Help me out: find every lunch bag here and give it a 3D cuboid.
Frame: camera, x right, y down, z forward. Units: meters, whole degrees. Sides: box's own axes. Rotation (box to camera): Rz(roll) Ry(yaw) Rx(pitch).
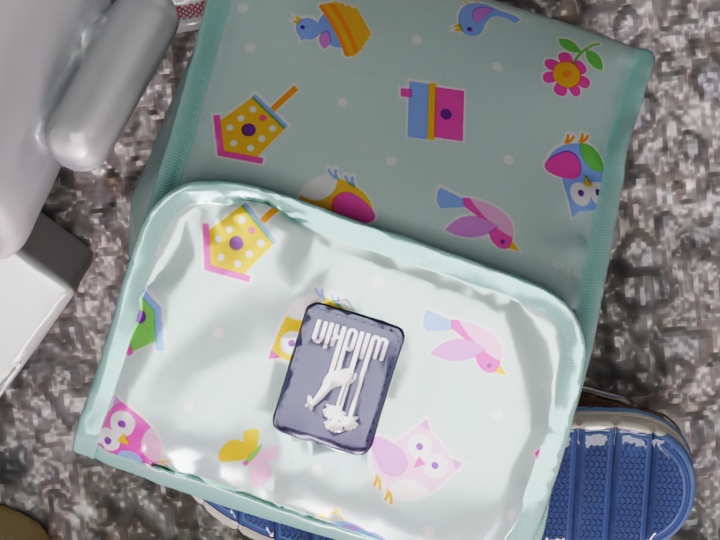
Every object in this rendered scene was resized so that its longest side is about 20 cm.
[{"bbox_3d":[0.000,0.000,0.998,0.169,0.122,0.201,18,63,-5],"label":"lunch bag"}]

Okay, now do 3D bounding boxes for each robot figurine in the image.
[{"bbox_3d":[-0.149,-0.082,1.002,0.169,0.113,0.201,15,69,22],"label":"robot figurine"}]

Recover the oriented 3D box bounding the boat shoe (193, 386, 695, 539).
[{"bbox_3d":[0.028,0.074,1.091,0.199,0.072,0.073,7,104,0],"label":"boat shoe"}]

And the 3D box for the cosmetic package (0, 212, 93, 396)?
[{"bbox_3d":[-0.213,-0.020,1.085,0.200,0.074,0.102,37,102,-7],"label":"cosmetic package"}]

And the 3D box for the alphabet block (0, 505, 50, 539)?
[{"bbox_3d":[-0.244,0.186,1.068,0.195,0.200,0.196,17,104,-1],"label":"alphabet block"}]

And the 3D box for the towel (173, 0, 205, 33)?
[{"bbox_3d":[-0.082,-0.187,1.060,0.145,0.030,0.201,-12,102,7],"label":"towel"}]
